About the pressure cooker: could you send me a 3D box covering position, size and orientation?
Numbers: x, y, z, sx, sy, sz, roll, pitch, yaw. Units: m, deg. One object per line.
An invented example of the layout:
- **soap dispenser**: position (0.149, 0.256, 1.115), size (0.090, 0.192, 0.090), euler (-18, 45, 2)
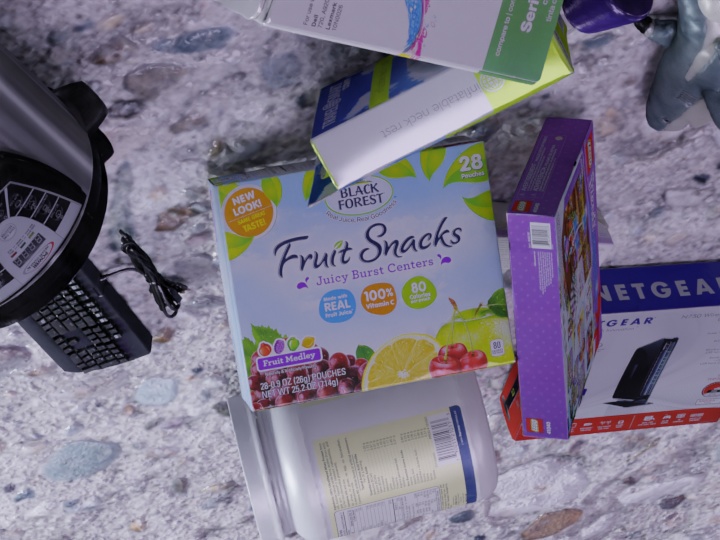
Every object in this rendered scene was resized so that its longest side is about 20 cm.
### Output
- **pressure cooker**: position (-0.259, -0.060, 1.401), size (0.175, 0.179, 0.200), euler (-8, 149, 24)

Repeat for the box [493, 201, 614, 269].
- **box**: position (0.101, -0.028, 1.696), size (0.199, 0.039, 0.041), euler (3, 138, -25)

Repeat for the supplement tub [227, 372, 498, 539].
- **supplement tub**: position (0.001, 0.139, 1.788), size (0.199, 0.145, 0.145), euler (-14, 144, -3)

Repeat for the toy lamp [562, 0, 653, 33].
- **toy lamp**: position (0.211, -0.214, 1.446), size (0.058, 0.058, 0.200), euler (13, 153, -35)

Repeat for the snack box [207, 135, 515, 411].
- **snack box**: position (0.000, 0.000, 1.591), size (0.199, 0.169, 0.068), euler (-9, -172, -10)

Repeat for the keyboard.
- **keyboard**: position (-0.206, 0.015, 1.648), size (0.127, 0.021, 0.200), euler (-22, 145, 8)

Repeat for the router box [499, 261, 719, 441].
- **router box**: position (0.237, 0.069, 1.869), size (0.199, 0.049, 0.180), euler (-4, 143, -16)

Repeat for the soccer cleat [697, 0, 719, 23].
- **soccer cleat**: position (0.321, -0.217, 1.465), size (0.200, 0.078, 0.069), euler (-27, 136, -7)

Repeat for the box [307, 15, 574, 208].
- **box**: position (0.045, -0.122, 1.480), size (0.200, 0.122, 0.048), euler (-26, 108, 12)

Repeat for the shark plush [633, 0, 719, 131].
- **shark plush**: position (0.231, -0.163, 1.549), size (0.083, 0.091, 0.200), euler (7, 155, 21)

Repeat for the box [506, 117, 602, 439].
- **box**: position (0.146, 0.006, 1.624), size (0.039, 0.137, 0.201), euler (5, 125, 17)

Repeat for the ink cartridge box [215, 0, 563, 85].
- **ink cartridge box**: position (0.005, -0.186, 1.343), size (0.199, 0.145, 0.084), euler (9, 104, -31)
